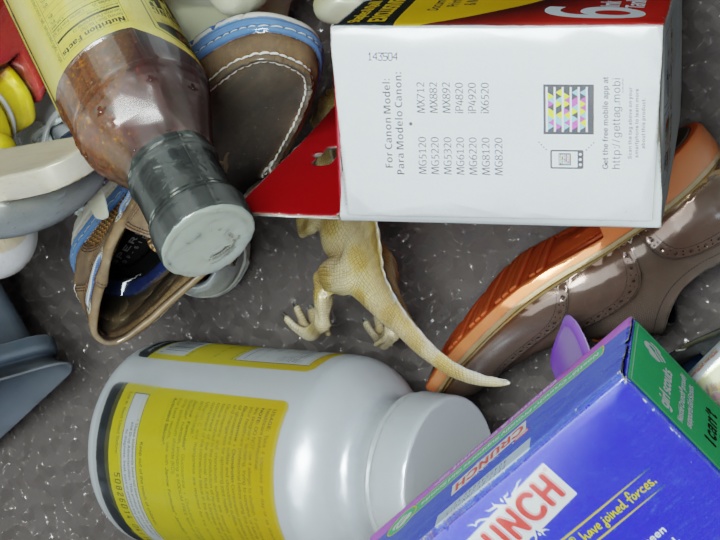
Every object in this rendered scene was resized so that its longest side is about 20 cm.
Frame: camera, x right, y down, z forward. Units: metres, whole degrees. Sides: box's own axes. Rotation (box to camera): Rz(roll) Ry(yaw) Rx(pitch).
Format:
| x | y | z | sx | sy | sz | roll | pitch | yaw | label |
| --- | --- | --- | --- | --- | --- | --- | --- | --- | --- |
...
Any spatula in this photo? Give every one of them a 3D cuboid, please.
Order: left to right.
| x | y | z | sx | sy | sz | roll | pitch | yaw | label |
| --- | --- | --- | --- | --- | --- | --- | --- | --- | --- |
| 0.080 | 0.086 | 0.913 | 0.200 | 0.020 | 0.057 | 124 | 134 | -54 | spatula |

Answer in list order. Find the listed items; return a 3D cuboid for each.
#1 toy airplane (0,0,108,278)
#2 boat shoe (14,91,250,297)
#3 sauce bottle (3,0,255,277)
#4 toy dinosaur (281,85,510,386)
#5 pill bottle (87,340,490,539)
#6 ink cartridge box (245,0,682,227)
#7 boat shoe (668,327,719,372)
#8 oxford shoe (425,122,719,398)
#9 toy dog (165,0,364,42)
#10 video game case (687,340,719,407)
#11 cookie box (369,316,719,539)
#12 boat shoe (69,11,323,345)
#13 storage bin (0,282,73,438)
| x | y | z | sx | sy | sz | roll | pitch | yaw | label |
| --- | --- | --- | --- | --- | --- | --- | --- | --- | --- |
| -0.210 | -0.038 | 0.868 | 0.199 | 0.200 | 0.141 | -37 | 126 | 4 | toy airplane |
| -0.141 | -0.061 | 0.970 | 0.072 | 0.069 | 0.200 | -39 | 89 | 6 | boat shoe |
| -0.100 | -0.081 | 0.771 | 0.066 | 0.066 | 0.200 | -50 | 52 | 28 | sauce bottle |
| 0.000 | 0.000 | 0.910 | 0.101 | 0.058 | 0.200 | 110 | 142 | -53 | toy dinosaur |
| -0.036 | 0.097 | 0.940 | 0.199 | 0.112 | 0.113 | 3 | 108 | 37 | pill bottle |
| 0.050 | -0.085 | 0.799 | 0.175 | 0.200 | 0.084 | 1 | 108 | 11 | ink cartridge box |
| 0.182 | 0.055 | 0.878 | 0.199 | 0.066 | 0.070 | -20 | 98 | 28 | boat shoe |
| 0.113 | 0.016 | 0.896 | 0.073 | 0.071 | 0.200 | 45 | 122 | -7 | oxford shoe |
| -0.077 | -0.174 | 0.880 | 0.194 | 0.139 | 0.201 | 30 | 118 | 33 | toy dog |
| 0.233 | 0.104 | 0.836 | 0.200 | 0.023 | 0.182 | 43 | 103 | -3 | video game case |
| 0.124 | 0.152 | 0.809 | 0.171 | 0.075 | 0.200 | -42 | 98 | 19 | cookie box |
| -0.075 | -0.035 | 0.861 | 0.072 | 0.073 | 0.200 | 15 | 136 | -25 | boat shoe |
| -0.265 | 0.042 | 1.032 | 0.200 | 0.145 | 0.135 | -38 | 74 | 46 | storage bin |
